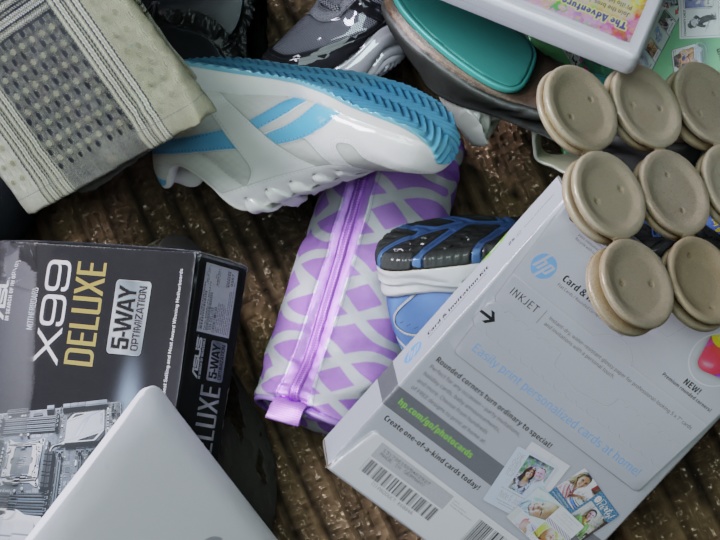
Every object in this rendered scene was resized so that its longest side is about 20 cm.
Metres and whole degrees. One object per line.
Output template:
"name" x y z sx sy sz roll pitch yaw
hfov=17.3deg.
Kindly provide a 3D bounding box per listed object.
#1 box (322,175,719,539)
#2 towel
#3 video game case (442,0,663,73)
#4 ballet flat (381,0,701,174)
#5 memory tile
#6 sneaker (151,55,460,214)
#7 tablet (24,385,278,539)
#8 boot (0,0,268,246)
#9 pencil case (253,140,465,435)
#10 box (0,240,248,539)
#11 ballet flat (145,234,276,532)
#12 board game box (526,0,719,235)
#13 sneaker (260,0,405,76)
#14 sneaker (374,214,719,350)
"box" 0.101 0.072 1.297 0.156 0.041 0.200 37 104 -17
"towel" -0.182 -0.137 1.295 0.035 0.192 0.200 -42 103 -40
"video game case" 0.087 -0.218 1.301 0.200 0.024 0.182 22 64 4
"ballet flat" 0.096 -0.094 1.349 0.200 0.069 0.068 26 39 8
"memory tile" 0.183 -0.042 1.285 0.017 0.200 0.154 -32 70 47
"sneaker" -0.032 -0.071 1.326 0.200 0.076 0.081 12 103 34
"tablet" -0.096 0.174 1.291 0.014 0.200 0.130 2 46 45
"boot" -0.148 -0.091 1.419 0.168 0.076 0.201 8 73 15
"pencil case" 0.000 0.000 1.370 0.084 0.086 0.201 13 81 14
"box" -0.151 0.086 1.356 0.157 0.050 0.201 5 84 36
"ballet flat" -0.098 0.077 1.389 0.046 0.067 0.200 -28 71 37
"board game box" 0.185 -0.075 1.384 0.134 0.029 0.200 -17 76 7
"sneaker" 0.008 -0.188 1.388 0.200 0.114 0.075 -33 30 -5
"sneaker" 0.109 0.007 1.336 0.199 0.076 0.077 -5 112 -1
